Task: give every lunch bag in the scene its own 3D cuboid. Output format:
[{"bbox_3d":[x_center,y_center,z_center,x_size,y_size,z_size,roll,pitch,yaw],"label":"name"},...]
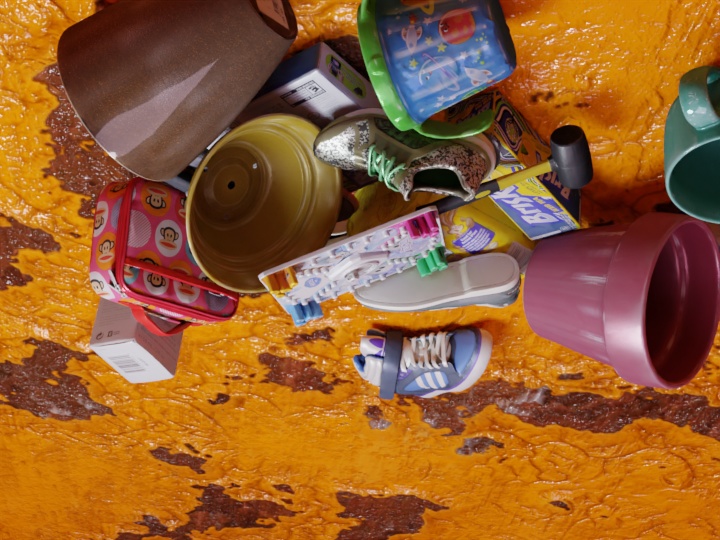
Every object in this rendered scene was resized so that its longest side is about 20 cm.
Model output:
[{"bbox_3d":[-0.235,-0.009,1.658,0.082,0.177,0.200,-7,162,41],"label":"lunch bag"}]

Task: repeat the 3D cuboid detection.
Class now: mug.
[{"bbox_3d":[0.392,-0.146,1.403,0.152,0.115,0.185,5,147,5],"label":"mug"}]

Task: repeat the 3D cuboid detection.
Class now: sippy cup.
[{"bbox_3d":[0.081,-0.221,1.349,0.130,0.140,0.178,-16,160,16],"label":"sippy cup"}]

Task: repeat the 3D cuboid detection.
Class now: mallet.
[{"bbox_3d":[0.159,-0.088,1.478,0.200,0.041,0.066,-26,129,6],"label":"mallet"}]

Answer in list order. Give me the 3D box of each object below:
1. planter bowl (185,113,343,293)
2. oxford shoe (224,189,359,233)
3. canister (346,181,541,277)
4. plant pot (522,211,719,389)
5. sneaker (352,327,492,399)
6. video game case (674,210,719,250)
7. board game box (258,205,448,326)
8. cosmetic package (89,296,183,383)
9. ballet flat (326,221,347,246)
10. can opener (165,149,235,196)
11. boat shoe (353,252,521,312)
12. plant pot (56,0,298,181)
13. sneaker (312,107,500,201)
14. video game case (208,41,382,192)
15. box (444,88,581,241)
[{"bbox_3d":[-0.122,-0.083,1.485,0.083,0.201,0.200,29,170,47],"label":"planter bowl"},{"bbox_3d":[-0.096,-0.052,1.577,0.200,0.073,0.071,-8,143,24],"label":"oxford shoe"},{"bbox_3d":[0.105,-0.049,1.640,0.200,0.087,0.148,27,143,-29],"label":"canister"},{"bbox_3d":[0.296,0.026,1.576,0.179,0.200,0.200,9,154,39],"label":"plant pot"},{"bbox_3d":[0.075,0.119,1.909,0.146,0.081,0.200,19,151,-24],"label":"sneaker"},{"bbox_3d":[0.385,0.008,1.706,0.200,0.046,0.181,-20,139,36],"label":"video game case"},{"bbox_3d":[0.000,0.000,1.506,0.200,0.026,0.200,-21,165,1],"label":"board game box"},{"bbox_3d":[-0.272,0.032,1.737,0.074,0.200,0.102,-8,145,24],"label":"cosmetic package"},{"bbox_3d":[-0.067,-0.030,1.733,0.200,0.068,0.068,-16,132,15],"label":"ballet flat"},{"bbox_3d":[-0.171,-0.102,1.632,0.200,0.064,0.079,32,163,-36],"label":"can opener"},{"bbox_3d":[0.092,0.026,1.617,0.199,0.073,0.062,-7,144,11],"label":"boat shoe"},{"bbox_3d":[-0.167,-0.220,1.374,0.200,0.187,0.187,-30,134,24],"label":"plant pot"},{"bbox_3d":[0.042,-0.114,1.426,0.199,0.089,0.077,6,132,13],"label":"sneaker"},{"bbox_3d":[-0.058,-0.154,1.534,0.200,0.046,0.181,-20,137,37],"label":"video game case"},{"bbox_3d":[0.175,-0.115,1.542,0.070,0.064,0.200,-16,141,33],"label":"box"}]
